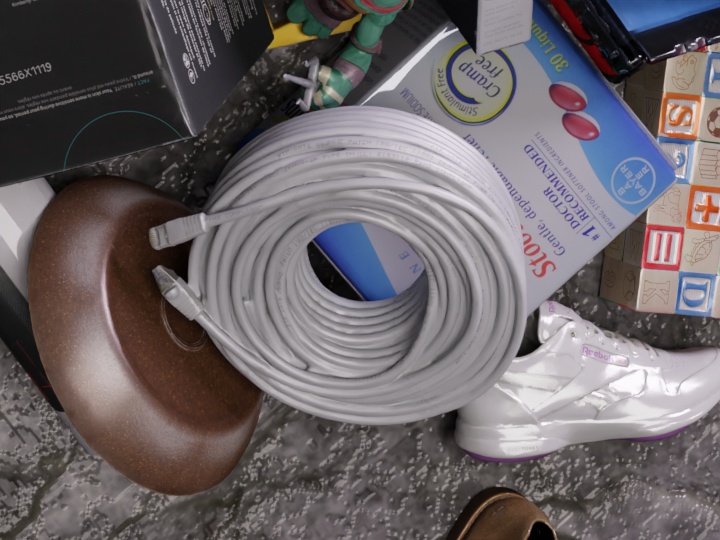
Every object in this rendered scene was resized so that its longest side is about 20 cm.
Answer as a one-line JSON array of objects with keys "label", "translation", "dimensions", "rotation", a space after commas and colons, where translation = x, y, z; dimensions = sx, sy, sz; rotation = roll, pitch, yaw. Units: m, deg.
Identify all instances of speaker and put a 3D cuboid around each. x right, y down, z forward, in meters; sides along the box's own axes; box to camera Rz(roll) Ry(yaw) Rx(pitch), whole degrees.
[{"label": "speaker", "translation": [-0.188, 0.012, 1.631], "dimensions": [0.081, 0.081, 0.201], "rotation": [-38, 110, -11]}]

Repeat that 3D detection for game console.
[{"label": "game console", "translation": [0.142, -0.225, 1.641], "dimensions": [0.118, 0.201, 0.172], "rotation": [-36, 147, 6]}]

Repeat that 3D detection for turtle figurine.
[{"label": "turtle figurine", "translation": [-0.014, -0.170, 1.576], "dimensions": [0.100, 0.200, 0.151], "rotation": [-12, 105, -9]}]

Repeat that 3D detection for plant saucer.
[{"label": "plant saucer", "translation": [-0.116, 0.033, 1.616], "dimensions": [0.200, 0.036, 0.202], "rotation": [30, 50, -43]}]

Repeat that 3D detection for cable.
[{"label": "cable", "translation": [0.000, 0.000, 1.589], "dimensions": [0.199, 0.069, 0.200], "rotation": [-27, 116, 21]}]

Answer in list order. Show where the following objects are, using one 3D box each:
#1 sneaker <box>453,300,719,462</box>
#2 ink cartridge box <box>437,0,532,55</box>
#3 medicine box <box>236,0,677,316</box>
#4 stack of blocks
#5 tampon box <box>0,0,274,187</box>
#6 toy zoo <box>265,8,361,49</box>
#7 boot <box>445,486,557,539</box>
[{"label": "sneaker", "translation": [0.155, 0.064, 1.767], "dimensions": [0.199, 0.075, 0.100], "rotation": [-10, 103, -19]}, {"label": "ink cartridge box", "translation": [0.039, -0.256, 1.541], "dimensions": [0.043, 0.199, 0.201], "rotation": [-21, 146, -17]}, {"label": "medicine box", "translation": [0.059, -0.066, 1.682], "dimensions": [0.200, 0.103, 0.182], "rotation": [-42, 112, -1]}, {"label": "stack of blocks", "translation": [0.231, -0.072, 1.782], "dimensions": [0.114, 0.059, 0.202], "rotation": [4, 97, -21]}, {"label": "tampon box", "translation": [-0.154, -0.145, 1.530], "dimensions": [0.149, 0.200, 0.127], "rotation": [-14, 106, 16]}, {"label": "toy zoo", "translation": [-0.029, -0.227, 1.682], "dimensions": [0.131, 0.020, 0.201], "rotation": [-26, 106, -15]}, {"label": "boot", "translation": [0.065, 0.240, 1.764], "dimensions": [0.073, 0.075, 0.201], "rotation": [27, 90, -23]}]
